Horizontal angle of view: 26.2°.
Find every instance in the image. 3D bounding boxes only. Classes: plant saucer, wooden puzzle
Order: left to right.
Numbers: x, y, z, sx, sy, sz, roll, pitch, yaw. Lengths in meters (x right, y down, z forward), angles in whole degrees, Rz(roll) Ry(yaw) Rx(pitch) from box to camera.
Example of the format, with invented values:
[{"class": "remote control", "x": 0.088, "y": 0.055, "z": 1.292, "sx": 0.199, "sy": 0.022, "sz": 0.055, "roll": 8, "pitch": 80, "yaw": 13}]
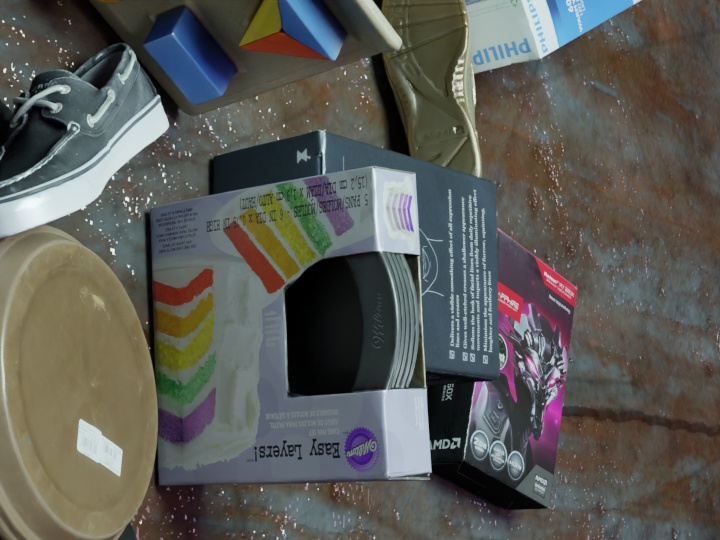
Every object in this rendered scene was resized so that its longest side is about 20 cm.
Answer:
[{"class": "plant saucer", "x": -0.167, "y": 0.069, "z": 0.883, "sx": 0.200, "sy": 0.029, "sz": 0.202, "roll": -10, "pitch": 90, "yaw": -71}, {"class": "wooden puzzle", "x": -0.099, "y": -0.171, "z": 0.926, "sx": 0.185, "sy": 0.199, "sz": 0.047, "roll": 49, "pitch": 49, "yaw": -32}]

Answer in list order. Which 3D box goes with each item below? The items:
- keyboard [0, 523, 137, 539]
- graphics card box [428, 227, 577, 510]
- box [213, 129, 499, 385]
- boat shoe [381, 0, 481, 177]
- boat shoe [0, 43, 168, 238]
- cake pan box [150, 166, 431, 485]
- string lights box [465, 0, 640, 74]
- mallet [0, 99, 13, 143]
[{"class": "keyboard", "x": -0.186, "y": 0.120, "z": 0.873, "sx": 0.127, "sy": 0.020, "sz": 0.201, "roll": -67, "pitch": 142, "yaw": -57}, {"class": "graphics card box", "x": 0.114, "y": 0.081, "z": 1.255, "sx": 0.125, "sy": 0.051, "sz": 0.202, "roll": 34, "pitch": 59, "yaw": -42}, {"class": "box", "x": 0.000, "y": 0.000, "z": 1.087, "sx": 0.199, "sy": 0.106, "sz": 0.150, "roll": 12, "pitch": 74, "yaw": -49}, {"class": "boat shoe", "x": 0.058, "y": -0.149, "z": 1.226, "sx": 0.065, "sy": 0.071, "sz": 0.202, "roll": 52, "pitch": 28, "yaw": -83}, {"class": "boat shoe", "x": -0.172, "y": -0.080, "z": 0.887, "sx": 0.200, "sy": 0.071, "sz": 0.068, "roll": -52, "pitch": 129, "yaw": -57}, {"class": "cake pan box", "x": -0.044, "y": 0.040, "z": 0.954, "sx": 0.052, "sy": 0.199, "sz": 0.186, "roll": 2, "pitch": 84, "yaw": -52}, {"class": "string lights box", "x": 0.151, "y": -0.222, "z": 1.314, "sx": 0.200, "sy": 0.102, "sz": 0.059, "roll": -34, "pitch": 109, "yaw": -48}, {"class": "mallet", "x": -0.240, "y": -0.133, "z": 0.884, "sx": 0.200, "sy": 0.041, "sz": 0.066, "roll": 43, "pitch": 50, "yaw": -43}]
